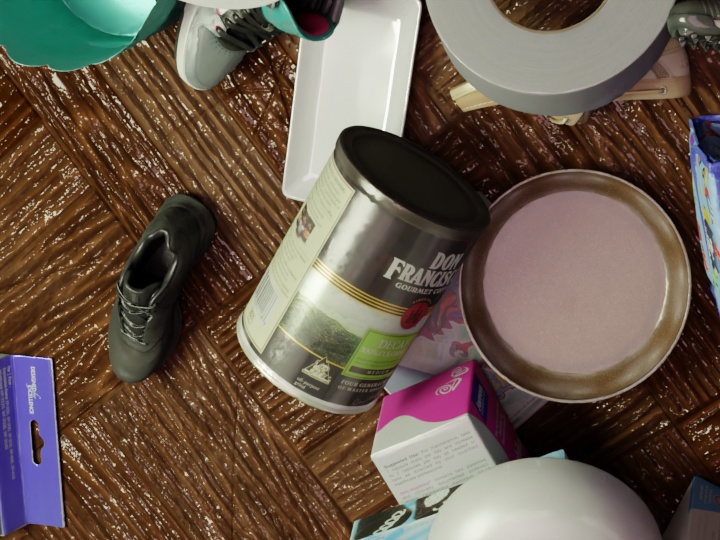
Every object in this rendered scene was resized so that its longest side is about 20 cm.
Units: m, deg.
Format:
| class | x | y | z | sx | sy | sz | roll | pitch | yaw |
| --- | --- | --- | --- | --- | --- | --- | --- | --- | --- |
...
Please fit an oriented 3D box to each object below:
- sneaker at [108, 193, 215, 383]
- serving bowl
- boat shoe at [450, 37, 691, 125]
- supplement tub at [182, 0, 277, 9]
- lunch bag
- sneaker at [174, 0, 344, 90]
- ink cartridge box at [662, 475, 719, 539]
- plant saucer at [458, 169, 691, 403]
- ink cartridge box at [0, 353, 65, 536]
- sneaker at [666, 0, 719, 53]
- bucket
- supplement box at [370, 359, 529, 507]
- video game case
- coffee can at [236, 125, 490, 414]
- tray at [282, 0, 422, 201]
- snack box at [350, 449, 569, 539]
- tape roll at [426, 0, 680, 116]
| class | x | y | z | sx | sy | sz | roll | pitch | yaw |
| --- | --- | --- | --- | --- | --- | --- | --- | --- | --- |
| sneaker | -0.206 | 0.025 | 1.314 | 0.075 | 0.091 | 0.202 | 23 | 114 | 8 |
| serving bowl | 0.150 | 0.254 | 1.125 | 0.197 | 0.066 | 0.203 | 2 | 115 | 5 |
| boat shoe | 0.172 | -0.151 | 1.140 | 0.198 | 0.071 | 0.065 | -10 | 104 | 20 |
| supplement tub | -0.103 | -0.323 | 1.073 | 0.143 | 0.145 | 0.203 | -1 | 75 | 19 |
| lunch bag | 0.302 | -0.031 | 1.065 | 0.093 | 0.200 | 0.153 | -6 | 105 | 19 |
| sneaker | -0.078 | -0.218 | 1.175 | 0.121 | 0.083 | 0.201 | 51 | 119 | 38 |
| ink cartridge box | 0.351 | 0.298 | 1.196 | 0.198 | 0.129 | 0.126 | 25 | 114 | 8 |
| plant saucer | 0.184 | 0.013 | 1.193 | 0.197 | 0.032 | 0.203 | 1 | 97 | 7 |
| ink cartridge box | -0.415 | 0.180 | 1.461 | 0.197 | 0.043 | 0.201 | 4 | 108 | 16 |
| sneaker | 0.315 | -0.214 | 1.042 | 0.197 | 0.066 | 0.092 | -7 | 94 | -20 |
| bucket | -0.238 | -0.281 | 1.199 | 0.204 | 0.135 | 0.210 | 5 | 109 | 16 |
| supplement box | 0.101 | 0.200 | 1.239 | 0.102 | 0.101 | 0.201 | -25 | 110 | 19 |
| video game case | 0.102 | 0.059 | 1.259 | 0.182 | 0.023 | 0.200 | 45 | 115 | 0 |
| coffee can | 0.000 | 0.000 | 1.183 | 0.146 | 0.146 | 0.201 | 34 | 115 | 5 |
| tray | -0.007 | -0.152 | 1.227 | 0.106 | 0.022 | 0.203 | 13 | 111 | 13 |
| snack box | 0.104 | 0.239 | 1.179 | 0.198 | 0.037 | 0.117 | -22 | 111 | 15 |
| tape roll | 0.151 | -0.226 | 1.080 | 0.197 | 0.066 | 0.203 | -2 | 80 | 12 |
